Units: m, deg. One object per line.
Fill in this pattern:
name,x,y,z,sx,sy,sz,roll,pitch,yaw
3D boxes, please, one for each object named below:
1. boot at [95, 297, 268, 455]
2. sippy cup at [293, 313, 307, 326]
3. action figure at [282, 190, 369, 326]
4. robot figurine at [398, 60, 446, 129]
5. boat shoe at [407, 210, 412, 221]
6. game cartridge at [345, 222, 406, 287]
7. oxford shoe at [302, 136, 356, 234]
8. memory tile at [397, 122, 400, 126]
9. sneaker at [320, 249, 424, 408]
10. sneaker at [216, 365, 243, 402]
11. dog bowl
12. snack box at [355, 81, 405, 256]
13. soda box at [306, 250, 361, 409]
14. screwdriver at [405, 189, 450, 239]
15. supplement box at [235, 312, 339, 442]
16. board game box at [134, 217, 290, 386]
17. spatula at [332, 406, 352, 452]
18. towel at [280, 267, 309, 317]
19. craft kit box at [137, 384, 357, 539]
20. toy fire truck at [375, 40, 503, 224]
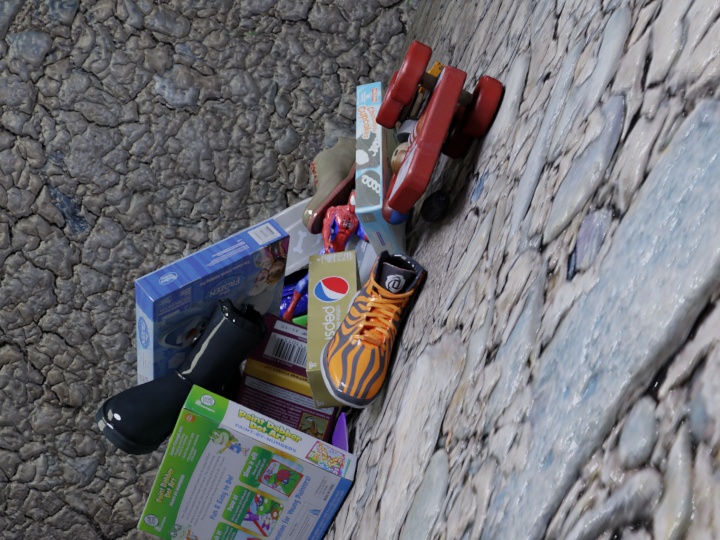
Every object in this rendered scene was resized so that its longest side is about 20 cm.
boot,-0.194,0.110,0.991,0.169,0.076,0.200,-52,-13,11
sippy cup,-0.094,0.116,1.355,0.178,0.137,0.133,-125,22,-74
action figure,-0.034,-0.008,1.180,0.203,0.064,0.099,-67,25,7
robot figurine,0.085,-0.199,1.290,0.145,0.057,0.203,122,168,-62
boat shoe,0.022,-0.050,1.316,0.199,0.067,0.073,-35,26,50
game cartridge,0.000,0.000,1.214,0.133,0.040,0.203,11,83,63
oxford shoe,-0.046,-0.125,1.268,0.201,0.074,0.071,-56,-12,-47
memory tile,0.042,-0.196,1.337,0.153,0.017,0.203,-76,7,-76
sneaker,0.015,0.048,0.960,0.201,0.076,0.113,-76,9,-51
sneaker,-0.199,0.195,1.169,0.112,0.072,0.204,142,137,-84
dog bowl,-0.109,-0.049,1.337,0.198,0.059,0.200,-27,14,7
snack box,0.026,-0.125,1.121,0.117,0.036,0.203,62,-156,-54
soda box,-0.029,0.067,1.075,0.202,0.063,0.069,-91,-6,-48
screwdriver,0.077,-0.063,1.066,0.029,0.028,0.200,-38,-3,-9
supplement box,-0.095,0.176,1.152,0.104,0.129,0.202,-73,2,-53
board game box,-0.183,0.056,1.091,0.198,0.043,0.201,-28,-33,-35
spatula,-0.011,0.158,1.067,0.201,0.020,0.057,-74,3,-50
towel,-0.128,0.034,1.329,0.148,0.197,0.050,-137,33,-70
craft kit box,-0.128,0.246,0.971,0.049,0.195,0.202,-78,13,-58
toy fire truck,0.066,-0.140,0.981,0.200,0.111,0.170,135,159,-76
